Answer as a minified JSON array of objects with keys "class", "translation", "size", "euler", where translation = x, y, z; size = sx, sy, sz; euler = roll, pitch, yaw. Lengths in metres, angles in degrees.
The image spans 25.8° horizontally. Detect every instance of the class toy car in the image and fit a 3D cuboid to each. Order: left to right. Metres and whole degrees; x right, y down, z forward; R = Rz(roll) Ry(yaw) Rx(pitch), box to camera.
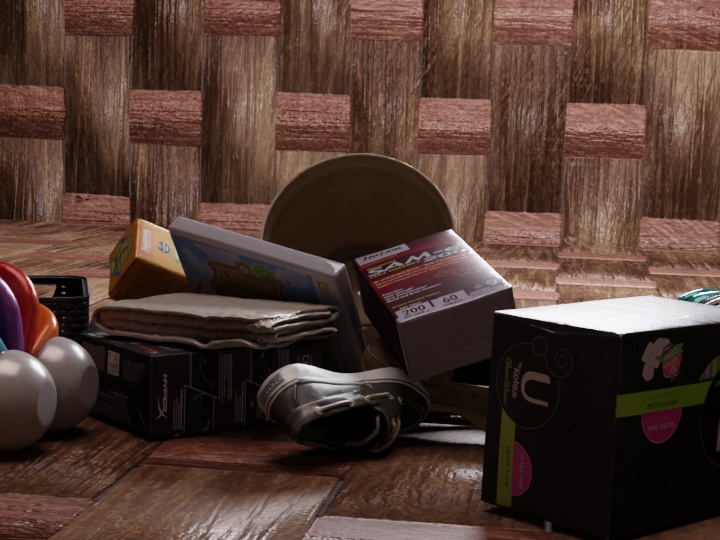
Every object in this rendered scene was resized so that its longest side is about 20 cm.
[{"class":"toy car","translation":[-0.326,0.067,1.339],"size":[0.173,0.152,0.200],"euler":[4,6,15]}]

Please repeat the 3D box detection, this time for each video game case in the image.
[{"class":"video game case","translation":[-0.084,0.040,1.536],"size":[0.199,0.183,0.022],"euler":[16,51,29]}]

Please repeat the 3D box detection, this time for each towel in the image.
[{"class":"towel","translation":[-0.129,0.046,1.435],"size":[0.198,0.035,0.132],"euler":[5,6,32]}]

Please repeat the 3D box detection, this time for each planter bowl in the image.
[{"class":"planter bowl","translation":[0.000,0.000,1.632],"size":[0.198,0.202,0.135],"euler":[2,-28,4]}]

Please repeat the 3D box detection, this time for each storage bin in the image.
[{"class":"storage bin","translation":[-0.356,0.061,1.664],"size":[0.134,0.095,0.200],"euler":[0,5,-11]}]

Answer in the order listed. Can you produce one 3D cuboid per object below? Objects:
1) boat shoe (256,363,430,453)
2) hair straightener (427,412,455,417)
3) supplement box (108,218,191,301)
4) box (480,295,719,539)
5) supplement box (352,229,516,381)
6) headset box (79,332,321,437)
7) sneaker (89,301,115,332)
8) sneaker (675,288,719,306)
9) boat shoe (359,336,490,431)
[{"class":"boat shoe","translation":[-0.003,0.127,1.337],"size":[0.199,0.071,0.064],"euler":[7,33,-48]},{"class":"hair straightener","translation":[0.094,0.115,1.505],"size":[0.198,0.041,0.077],"euler":[-8,38,-20]},{"class":"supplement box","translation":[-0.162,0.020,1.643],"size":[0.199,0.069,0.067],"euler":[20,38,-25]},{"class":"box","translation":[0.202,0.103,1.174],"size":[0.199,0.150,0.124],"euler":[-4,10,-44]},{"class":"supplement box","translation":[0.067,0.028,1.439],"size":[0.108,0.061,0.200],"euler":[-17,18,-8]},{"class":"headset box","translation":[-0.142,0.097,1.463],"size":[0.199,0.078,0.148],"euler":[-1,7,-36]},{"class":"sneaker","translation":[-0.256,0.071,1.685],"size":[0.088,0.076,0.199],"euler":[-3,7,-35]},{"class":"sneaker","translation":[0.327,0.080,1.517],"size":[0.199,0.084,0.120],"euler":[-35,22,-25]},{"class":"boat shoe","translation":[0.085,0.093,1.430],"size":[0.199,0.065,0.072],"euler":[21,43,33]}]
